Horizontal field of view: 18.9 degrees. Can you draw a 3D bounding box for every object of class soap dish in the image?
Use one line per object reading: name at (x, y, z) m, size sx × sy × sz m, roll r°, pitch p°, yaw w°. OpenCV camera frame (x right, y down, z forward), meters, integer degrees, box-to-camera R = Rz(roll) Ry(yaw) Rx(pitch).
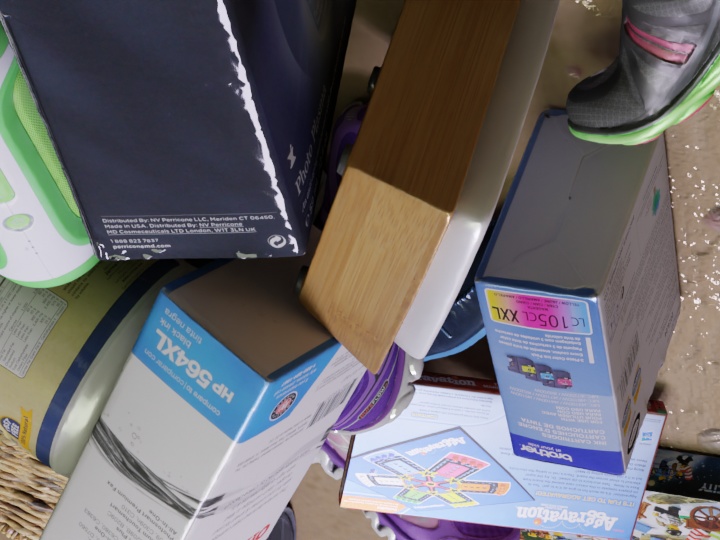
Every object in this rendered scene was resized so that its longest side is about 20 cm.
soap dish at (0.035, -0.068, 1.135) m, size 0.081 × 0.200 × 0.157 m, roll 20°, pitch 145°, yaw -2°

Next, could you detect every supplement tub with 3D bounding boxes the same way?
supplement tub at (-0.201, 0.014, 1.258) m, size 0.200 × 0.144 × 0.144 m, roll 33°, pitch 146°, yaw 9°

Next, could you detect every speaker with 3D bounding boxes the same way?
speaker at (-0.187, -0.071, 1.102) m, size 0.088 × 0.089 × 0.200 m, roll 10°, pitch 152°, yaw 18°

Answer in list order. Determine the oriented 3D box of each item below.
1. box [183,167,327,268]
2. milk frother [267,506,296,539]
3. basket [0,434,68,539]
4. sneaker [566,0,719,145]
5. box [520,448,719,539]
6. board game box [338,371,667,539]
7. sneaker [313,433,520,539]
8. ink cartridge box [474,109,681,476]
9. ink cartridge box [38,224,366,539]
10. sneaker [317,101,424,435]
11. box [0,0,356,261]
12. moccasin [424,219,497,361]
box at (-0.113, -0.013, 1.373) m, size 0.200 × 0.106 × 0.122 m, roll -7°, pitch 133°, yaw 36°
milk frother at (-0.173, 0.243, 1.653) m, size 0.188 × 0.200 × 0.181 m, roll 11°, pitch 155°, yaw 15°
basket at (-0.160, 0.137, 1.560) m, size 0.200 × 0.143 × 0.149 m, roll 27°, pitch 139°, yaw 3°
sneaker at (0.167, -0.133, 1.106) m, size 0.084 × 0.077 × 0.200 m, roll 46°, pitch 139°, yaw -3°
box at (0.187, 0.175, 1.515) m, size 0.200 × 0.038 × 0.137 m, roll 7°, pitch 141°, yaw 22°
board game box at (0.092, 0.121, 1.418) m, size 0.200 × 0.019 × 0.103 m, roll 8°, pitch 116°, yaw -8°
sneaker at (0.029, 0.123, 1.475) m, size 0.200 × 0.080 × 0.089 m, roll 39°, pitch 132°, yaw 14°
ink cartridge box at (0.133, 0.024, 1.261) m, size 0.076 × 0.137 × 0.200 m, roll 8°, pitch 142°, yaw 22°
ink cartridge box at (-0.080, 0.086, 1.208) m, size 0.084 × 0.146 × 0.200 m, roll 39°, pitch 122°, yaw 14°
sneaker at (0.000, 0.000, 1.276) m, size 0.081 × 0.200 × 0.083 m, roll 6°, pitch -175°, yaw 33°
box at (-0.085, -0.142, 1.094) m, size 0.123 × 0.200 × 0.198 m, roll -1°, pitch 140°, yaw 13°
moccasin at (0.033, 0.018, 1.355) m, size 0.068 × 0.081 × 0.200 m, roll 31°, pitch 144°, yaw -19°
